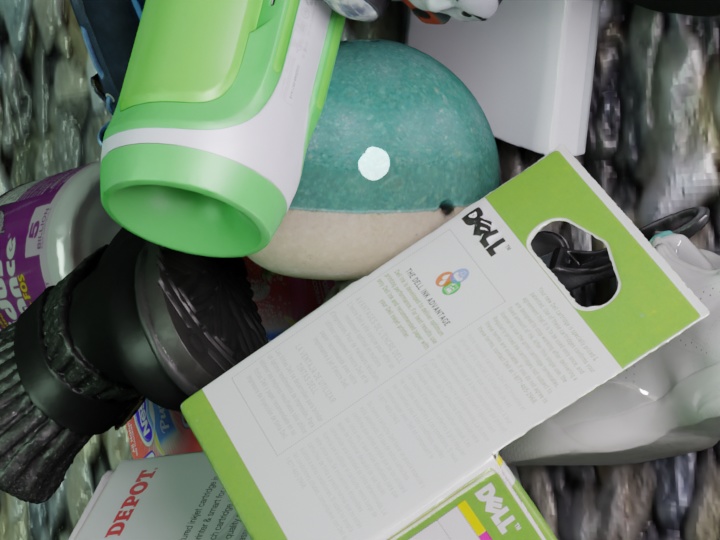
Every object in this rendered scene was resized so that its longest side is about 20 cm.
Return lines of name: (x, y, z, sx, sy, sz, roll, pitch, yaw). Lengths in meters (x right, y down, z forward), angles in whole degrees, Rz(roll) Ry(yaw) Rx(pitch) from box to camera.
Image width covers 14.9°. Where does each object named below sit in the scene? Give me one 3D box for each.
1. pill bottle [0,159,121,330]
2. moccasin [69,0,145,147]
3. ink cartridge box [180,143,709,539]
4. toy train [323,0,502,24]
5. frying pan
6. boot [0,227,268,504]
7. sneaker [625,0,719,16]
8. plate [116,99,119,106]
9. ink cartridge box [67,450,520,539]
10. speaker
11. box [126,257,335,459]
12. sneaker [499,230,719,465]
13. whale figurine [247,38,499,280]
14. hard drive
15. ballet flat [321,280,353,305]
pill bottle: (-0.165, -0.001, 1.587, 0.200, 0.112, 0.113, -12, 82, 59)
moccasin: (-0.108, -0.111, 1.475, 0.068, 0.080, 0.201, 5, 121, 38)
ink cartridge box: (0.044, 0.060, 1.137, 0.076, 0.200, 0.148, 57, 179, -37)
toy train: (0.054, -0.189, 1.133, 0.114, 0.085, 0.200, 10, 66, 44)
frying pan: (0.069, 0.022, 1.219, 0.115, 0.031, 0.190, -60, 21, -20)
boot: (-0.125, 0.050, 1.303, 0.158, 0.079, 0.211, -40, 14, 8)
sneaker: (0.141, -0.164, 1.110, 0.201, 0.067, 0.108, 13, 85, 71)
plate: (-0.048, -0.137, 1.293, 0.200, 0.026, 0.200, -37, 23, 18)
ink cartridge box: (-0.033, 0.147, 1.247, 0.199, 0.146, 0.084, -7, 119, 22)
speaker: (-0.051, -0.111, 1.172, 0.088, 0.088, 0.201, -26, 46, 57)
box: (-0.061, 0.074, 1.432, 0.103, 0.094, 0.201, -42, 57, 53)
sneaker: (0.122, 0.030, 1.149, 0.200, 0.075, 0.089, -23, 72, 47)
whale figurine: (-0.025, -0.060, 1.266, 0.200, 0.159, 0.104, 19, 111, 49)
hard drive: (0.069, -0.164, 1.262, 0.132, 0.027, 0.201, 25, 113, 56)
ballet flat: (0.000, 0.000, 1.354, 0.070, 0.069, 0.200, -57, 46, 44)
